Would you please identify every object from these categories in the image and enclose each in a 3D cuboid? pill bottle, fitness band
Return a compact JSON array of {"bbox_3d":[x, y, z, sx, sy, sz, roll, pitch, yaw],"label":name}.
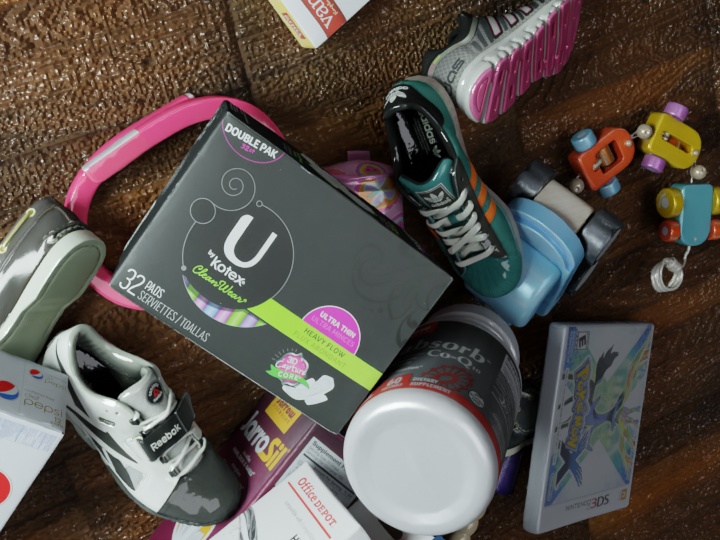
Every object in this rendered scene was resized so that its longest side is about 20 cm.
[{"bbox_3d":[0.067,0.107,0.738,0.114,0.200,0.117,6,111,15],"label":"pill bottle"},{"bbox_3d":[-0.147,-0.056,0.759,0.199,0.037,0.145,-35,118,-12],"label":"fitness band"}]

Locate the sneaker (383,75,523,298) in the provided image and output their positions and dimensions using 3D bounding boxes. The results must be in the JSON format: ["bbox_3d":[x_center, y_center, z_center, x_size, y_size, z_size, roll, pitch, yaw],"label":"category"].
[{"bbox_3d":[0.070,-0.059,0.758,0.071,0.080,0.202,-24,101,27],"label":"sneaker"}]

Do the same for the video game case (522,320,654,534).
[{"bbox_3d":[0.234,0.152,0.933,0.181,0.022,0.203,3,96,-46],"label":"video game case"}]

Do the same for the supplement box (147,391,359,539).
[{"bbox_3d":[-0.089,0.210,0.809,0.086,0.110,0.201,42,84,-27],"label":"supplement box"}]

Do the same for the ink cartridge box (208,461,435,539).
[{"bbox_3d":[-0.052,0.226,0.703,0.199,0.116,0.068,-37,115,-12],"label":"ink cartridge box"}]

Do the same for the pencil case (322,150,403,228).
[{"bbox_3d":[0.000,0.000,0.814,0.086,0.087,0.203,-10,107,-22],"label":"pencil case"}]

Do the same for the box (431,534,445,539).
[{"bbox_3d":[-0.003,0.297,0.667,0.198,0.038,0.138,-28,129,-19],"label":"box"}]

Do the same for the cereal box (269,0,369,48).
[{"bbox_3d":[-0.012,-0.301,0.752,0.200,0.039,0.144,-45,117,-8],"label":"cereal box"}]

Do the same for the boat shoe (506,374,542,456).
[{"bbox_3d":[0.153,0.138,0.922,0.198,0.072,0.069,-7,115,-33],"label":"boat shoe"}]

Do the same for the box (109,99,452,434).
[{"bbox_3d":[-0.060,-0.006,0.692,0.199,0.124,0.149,35,97,-15],"label":"box"}]

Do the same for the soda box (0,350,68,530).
[{"bbox_3d":[-0.292,0.159,0.690,0.063,0.068,0.201,27,112,-28],"label":"soda box"}]

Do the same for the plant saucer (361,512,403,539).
[{"bbox_3d":[-0.020,0.251,0.818,0.032,0.200,0.200,44,83,-2],"label":"plant saucer"}]

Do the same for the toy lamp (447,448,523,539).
[{"bbox_3d":[0.105,0.263,0.945,0.058,0.058,0.202,27,92,-28],"label":"toy lamp"}]

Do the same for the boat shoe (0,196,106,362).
[{"bbox_3d":[-0.276,0.036,0.708,0.061,0.072,0.202,42,97,16],"label":"boat shoe"}]

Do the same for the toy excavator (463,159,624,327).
[{"bbox_3d":[0.126,0.027,0.852,0.100,0.195,0.200,40,68,15],"label":"toy excavator"}]

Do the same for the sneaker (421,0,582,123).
[{"bbox_3d":[0.125,-0.204,0.823,0.200,0.087,0.074,-41,144,-32],"label":"sneaker"}]

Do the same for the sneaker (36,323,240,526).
[{"bbox_3d":[-0.168,0.121,0.721,0.200,0.088,0.074,41,49,-6],"label":"sneaker"}]

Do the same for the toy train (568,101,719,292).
[{"bbox_3d":[0.287,-0.084,0.942,0.150,0.056,0.201,-42,113,-8],"label":"toy train"}]
